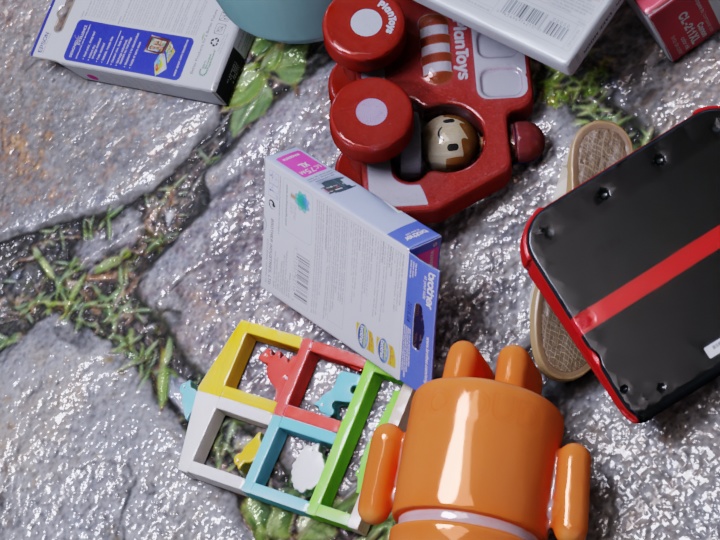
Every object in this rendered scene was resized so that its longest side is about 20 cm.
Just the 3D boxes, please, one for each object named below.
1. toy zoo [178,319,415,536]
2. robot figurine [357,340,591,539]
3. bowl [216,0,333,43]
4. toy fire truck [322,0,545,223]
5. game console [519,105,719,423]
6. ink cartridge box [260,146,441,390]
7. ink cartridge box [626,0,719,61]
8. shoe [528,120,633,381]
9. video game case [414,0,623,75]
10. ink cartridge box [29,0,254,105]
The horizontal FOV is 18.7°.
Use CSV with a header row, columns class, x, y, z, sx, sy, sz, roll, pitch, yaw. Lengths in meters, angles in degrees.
class,x,y,z,sx,sy,sz,roll,pitch,yaw
toy zoo,-0.059,0.116,1.700,0.199,0.020,0.132,16,75,29
robot figurine,0.081,0.154,1.563,0.143,0.117,0.202,17,69,-17
bowl,-0.050,-0.263,1.798,0.199,0.106,0.202,-5,45,5
toy fire truck,0.058,-0.133,1.718,0.166,0.112,0.202,-5,62,0
game console,0.233,-0.009,1.586,0.199,0.031,0.178,-32,73,-3
ink cartridge box,0.000,0.000,1.664,0.042,0.120,0.200,-22,40,-34
ink cartridge box,0.278,-0.283,1.689,0.199,0.083,0.146,-34,57,7
shoe,0.168,-0.011,1.641,0.069,0.053,0.202,14,76,-2
video game case,0.130,-0.262,1.676,0.199,0.023,0.183,29,79,30
ink cartridge box,-0.186,-0.206,1.898,0.198,0.037,0.095,13,74,27
